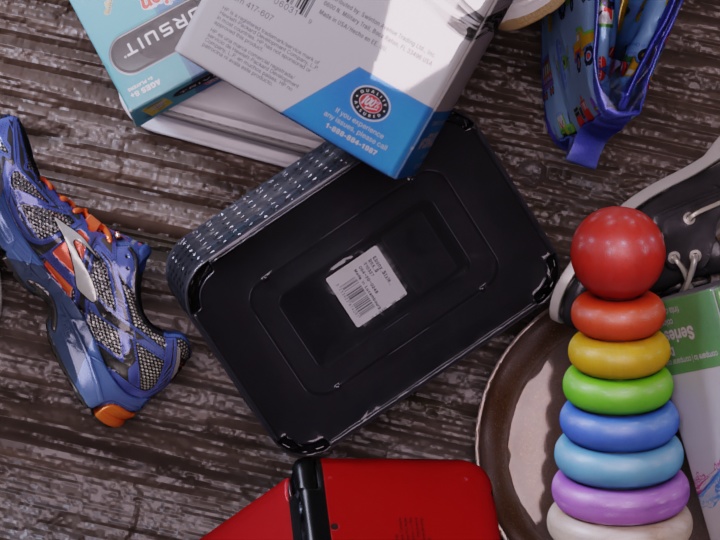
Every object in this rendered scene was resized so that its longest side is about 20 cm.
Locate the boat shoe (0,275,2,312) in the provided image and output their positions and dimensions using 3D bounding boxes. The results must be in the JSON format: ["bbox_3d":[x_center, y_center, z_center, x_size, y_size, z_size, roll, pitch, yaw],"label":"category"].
[{"bbox_3d":[-0.272,-0.050,1.733,0.072,0.069,0.200,-16,82,-1],"label":"boat shoe"}]

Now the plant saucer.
[{"bbox_3d":[0.169,0.107,1.724,0.200,0.032,0.200,0,81,0],"label":"plant saucer"}]

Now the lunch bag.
[{"bbox_3d":[0.147,-0.160,1.697,0.094,0.151,0.200,13,83,-7],"label":"lunch bag"}]

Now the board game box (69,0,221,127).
[{"bbox_3d":[-0.117,-0.212,1.724,0.151,0.047,0.200,-29,81,-3],"label":"board game box"}]

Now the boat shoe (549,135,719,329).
[{"bbox_3d":[0.198,-0.020,1.701,0.200,0.074,0.060,-35,64,-26],"label":"boat shoe"}]

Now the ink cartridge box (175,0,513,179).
[{"bbox_3d":[0.013,-0.172,1.584,0.146,0.084,0.200,31,97,8],"label":"ink cartridge box"}]

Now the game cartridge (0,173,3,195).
[{"bbox_3d":[-0.296,-0.021,1.695,0.133,0.041,0.200,46,124,9],"label":"game cartridge"}]

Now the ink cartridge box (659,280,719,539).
[{"bbox_3d":[0.268,0.093,1.662,0.145,0.084,0.200,-15,89,-27],"label":"ink cartridge box"}]

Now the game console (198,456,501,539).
[{"bbox_3d":[-0.006,0.221,1.654,0.172,0.119,0.200,1,53,-13],"label":"game console"}]

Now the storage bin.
[{"bbox_3d":[0.000,0.000,1.689,0.200,0.094,0.135,-34,105,-5],"label":"storage bin"}]

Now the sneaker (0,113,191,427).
[{"bbox_3d":[-0.168,-0.008,1.725,0.078,0.075,0.200,-28,91,2],"label":"sneaker"}]

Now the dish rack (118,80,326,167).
[{"bbox_3d":[-0.040,-0.151,1.758,0.200,0.044,0.172,15,83,4],"label":"dish rack"}]

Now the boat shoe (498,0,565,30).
[{"bbox_3d":[0.066,-0.221,1.701,0.071,0.069,0.200,-31,38,-1],"label":"boat shoe"}]

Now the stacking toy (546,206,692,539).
[{"bbox_3d":[0.151,0.061,1.639,0.085,0.085,0.200,0,106,1],"label":"stacking toy"}]
